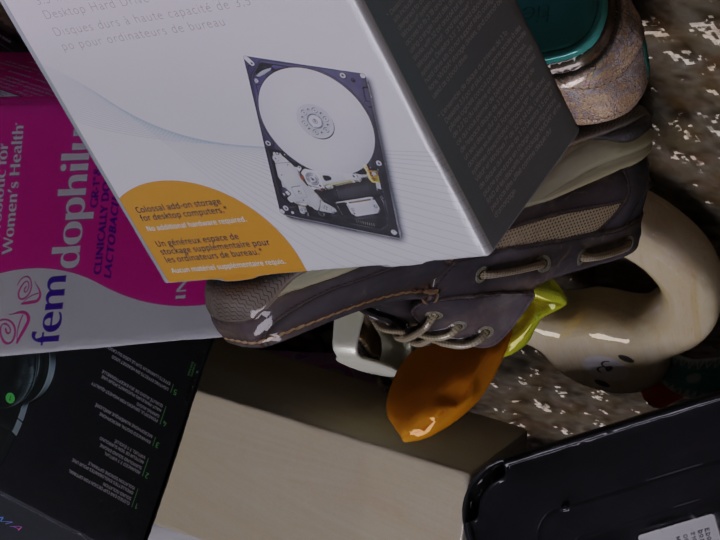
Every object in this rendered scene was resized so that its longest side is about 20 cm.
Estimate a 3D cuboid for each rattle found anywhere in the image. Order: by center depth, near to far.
[{"bbox_3d":[0.101,0.052,1.250,0.130,0.143,0.200,-13,139,18],"label":"rattle"}]

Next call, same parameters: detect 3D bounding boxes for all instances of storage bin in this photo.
[{"bbox_3d":[0.160,0.126,1.275,0.199,0.136,0.094,-19,169,21],"label":"storage bin"}]

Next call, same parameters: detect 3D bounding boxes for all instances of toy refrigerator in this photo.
[{"bbox_3d":[-0.026,0.090,1.368,0.199,0.070,0.076,15,113,25],"label":"toy refrigerator"}]

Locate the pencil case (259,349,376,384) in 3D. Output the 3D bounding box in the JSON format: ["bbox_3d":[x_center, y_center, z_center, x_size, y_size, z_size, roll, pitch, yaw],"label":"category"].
[{"bbox_3d":[-0.053,0.075,1.464,0.199,0.088,0.087,6,153,25],"label":"pencil case"}]

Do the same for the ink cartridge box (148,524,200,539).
[{"bbox_3d":[-0.031,0.158,1.506,0.144,0.084,0.200,6,-173,25],"label":"ink cartridge box"}]

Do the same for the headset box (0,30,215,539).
[{"bbox_3d":[-0.159,0.020,1.270,0.174,0.201,0.093,30,153,-28],"label":"headset box"}]

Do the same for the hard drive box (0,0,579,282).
[{"bbox_3d":[-0.040,-0.100,1.010,0.155,0.077,0.200,-6,124,40],"label":"hard drive box"}]

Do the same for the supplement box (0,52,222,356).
[{"bbox_3d":[-0.137,-0.028,1.143,0.199,0.102,0.103,-4,-163,-43],"label":"supplement box"}]

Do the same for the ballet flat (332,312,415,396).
[{"bbox_3d":[0.000,0.000,1.278,0.069,0.071,0.200,7,153,26],"label":"ballet flat"}]

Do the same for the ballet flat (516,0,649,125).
[{"bbox_3d":[0.018,-0.076,1.117,0.199,0.068,0.067,5,159,30],"label":"ballet flat"}]

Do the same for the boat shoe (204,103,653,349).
[{"bbox_3d":[0.035,-0.004,1.110,0.074,0.199,0.074,17,124,58],"label":"boat shoe"}]
